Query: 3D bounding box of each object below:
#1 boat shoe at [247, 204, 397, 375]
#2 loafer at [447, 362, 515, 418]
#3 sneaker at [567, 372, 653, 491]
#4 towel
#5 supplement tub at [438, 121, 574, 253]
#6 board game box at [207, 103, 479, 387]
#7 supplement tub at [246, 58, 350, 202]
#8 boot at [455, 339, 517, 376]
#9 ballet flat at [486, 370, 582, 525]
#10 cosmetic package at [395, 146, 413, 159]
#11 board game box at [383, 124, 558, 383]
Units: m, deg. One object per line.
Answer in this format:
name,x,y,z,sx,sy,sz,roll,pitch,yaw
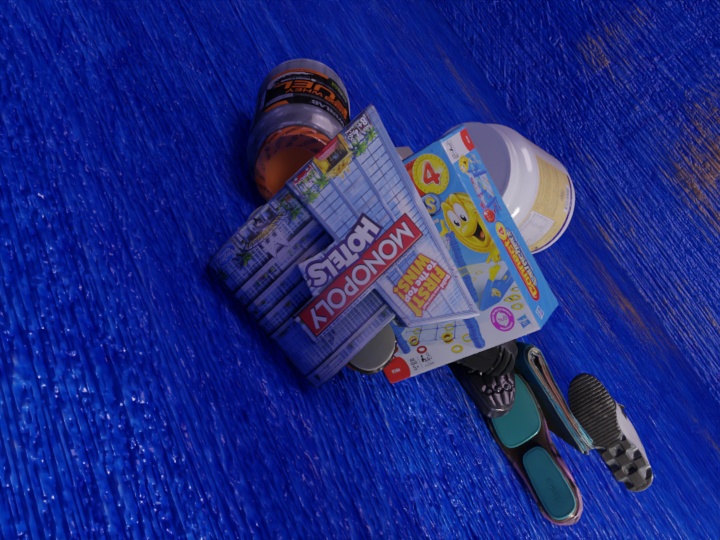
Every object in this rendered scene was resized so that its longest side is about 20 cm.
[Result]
boat shoe,-0.042,0.021,0.767,0.202,0.073,0.063,47,-8,11
loafer,0.137,0.103,0.962,0.066,0.071,0.203,-7,44,-14
sneaker,0.396,0.248,1.245,0.203,0.073,0.088,60,22,-3
towel,0.221,0.147,0.995,0.149,0.021,0.200,59,-4,-5
supplement tub,0.181,-0.104,1.007,0.198,0.145,0.147,12,43,-54
board game box,0.000,0.000,0.690,0.200,0.200,0.062,47,-7,-2
supplement tub,-0.070,-0.157,0.906,0.122,0.122,0.202,38,25,-25
boot,0.115,0.027,0.931,0.194,0.074,0.164,22,43,0
ballet flat,0.209,0.215,0.953,0.203,0.068,0.071,63,8,23
cosmetic package,0.081,-0.060,1.072,0.201,0.103,0.073,52,23,7
board game box,0.064,-0.008,0.780,0.056,0.198,0.199,-36,97,-51
